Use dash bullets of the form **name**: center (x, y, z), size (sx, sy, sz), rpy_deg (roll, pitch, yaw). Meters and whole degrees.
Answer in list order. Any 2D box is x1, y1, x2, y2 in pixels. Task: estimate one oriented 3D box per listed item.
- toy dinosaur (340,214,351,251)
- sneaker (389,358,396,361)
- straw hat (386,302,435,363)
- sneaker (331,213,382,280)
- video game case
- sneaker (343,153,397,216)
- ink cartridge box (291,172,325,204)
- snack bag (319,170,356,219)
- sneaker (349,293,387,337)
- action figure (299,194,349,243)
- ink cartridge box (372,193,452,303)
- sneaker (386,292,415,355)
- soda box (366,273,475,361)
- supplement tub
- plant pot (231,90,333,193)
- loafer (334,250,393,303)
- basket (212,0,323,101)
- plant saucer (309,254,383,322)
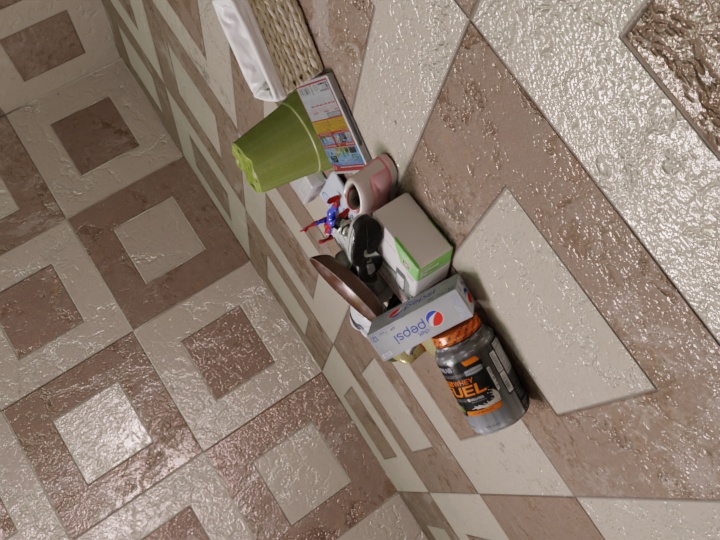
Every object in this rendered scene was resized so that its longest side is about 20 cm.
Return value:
- **toy dinosaur**: center (-0.029, -0.043, 1.651), size (0.107, 0.060, 0.200), rpy_deg (57, 165, 8)
- **sneaker**: center (0.099, 0.198, 1.757), size (0.090, 0.067, 0.201), rpy_deg (55, 162, 33)
- **straw hat**: center (0.101, 0.165, 1.580), size (0.201, 0.085, 0.201), rpy_deg (45, 171, 9)
- **sneaker**: center (-0.020, -0.066, 1.287), size (0.115, 0.075, 0.201), rpy_deg (47, 165, 22)
- **video game case**: center (-0.053, -0.289, 1.375), size (0.142, 0.017, 0.202), rpy_deg (10, 130, 59)
- **sneaker**: center (0.015, -0.133, 1.331), size (0.075, 0.104, 0.201), rpy_deg (47, 162, 23)
- **ink cartridge box**: center (-0.163, -0.280, 1.733), size (0.202, 0.050, 0.161), rpy_deg (63, 165, 3)
- **snack bag**: center (-0.030, -0.137, 1.621), size (0.190, 0.021, 0.200), rpy_deg (57, 165, 3)
- **sneaker**: center (0.034, 0.094, 1.499), size (0.199, 0.075, 0.116), rpy_deg (29, 141, 49)
- **action figure**: center (-0.087, -0.108, 1.646), size (0.066, 0.098, 0.200), rpy_deg (56, 168, 7)
- **ink cartridge box**: center (0.094, -0.026, 1.316), size (0.146, 0.083, 0.201), rpy_deg (53, 164, 23)
- **sneaker**: center (0.091, 0.101, 1.406), size (0.099, 0.071, 0.200), rpy_deg (36, -158, 1)
- **soda box**: center (0.111, 0.087, 1.265), size (0.064, 0.199, 0.068), rpy_deg (54, -157, -14)
- **supplement tub**: center (0.216, 0.186, 1.266), size (0.202, 0.122, 0.122), rpy_deg (60, 165, -7)
- **plant pot**: center (-0.174, -0.268, 1.510), size (0.201, 0.189, 0.201), rpy_deg (52, 163, 23)
- **loafer**: center (0.000, 0.000, 1.473), size (0.200, 0.070, 0.070), rpy_deg (37, 165, 48)
- **basket**: center (-0.171, -0.439, 1.300), size (0.135, 0.123, 0.202), rpy_deg (31, 150, 58)
- **plant saucer**: center (-0.021, 0.034, 1.388), size (0.200, 0.035, 0.200), rpy_deg (42, 172, 7)
